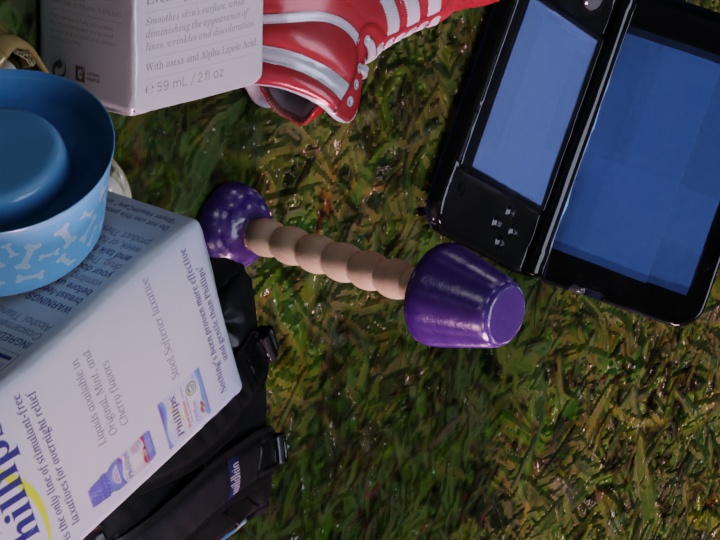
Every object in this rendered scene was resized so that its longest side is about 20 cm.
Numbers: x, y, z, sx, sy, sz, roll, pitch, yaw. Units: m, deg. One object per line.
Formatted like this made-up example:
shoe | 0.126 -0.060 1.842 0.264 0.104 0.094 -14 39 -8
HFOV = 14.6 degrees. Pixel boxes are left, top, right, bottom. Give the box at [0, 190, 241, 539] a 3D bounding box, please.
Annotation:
box | -0.191 0.047 1.294 0.200 0.184 0.105 -42 134 -34

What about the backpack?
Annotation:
backpack | -0.138 0.099 1.431 0.200 0.153 0.164 -57 148 -56

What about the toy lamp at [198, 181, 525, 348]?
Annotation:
toy lamp | 0.000 0.000 1.504 0.058 0.200 0.058 -21 118 -46

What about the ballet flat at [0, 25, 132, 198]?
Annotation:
ballet flat | -0.155 -0.051 1.402 0.069 0.063 0.200 -59 141 -20

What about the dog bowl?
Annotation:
dog bowl | -0.206 -0.032 1.255 0.112 0.199 0.050 -96 180 -47

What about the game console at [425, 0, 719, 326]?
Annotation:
game console | 0.155 -0.088 1.738 0.171 0.118 0.201 25 82 -53

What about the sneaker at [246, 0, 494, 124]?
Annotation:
sneaker | 0.004 -0.135 1.556 0.200 0.071 0.113 2 97 -44

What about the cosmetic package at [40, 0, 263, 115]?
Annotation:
cosmetic package | -0.104 -0.189 1.410 0.102 0.074 0.201 -21 120 -47
